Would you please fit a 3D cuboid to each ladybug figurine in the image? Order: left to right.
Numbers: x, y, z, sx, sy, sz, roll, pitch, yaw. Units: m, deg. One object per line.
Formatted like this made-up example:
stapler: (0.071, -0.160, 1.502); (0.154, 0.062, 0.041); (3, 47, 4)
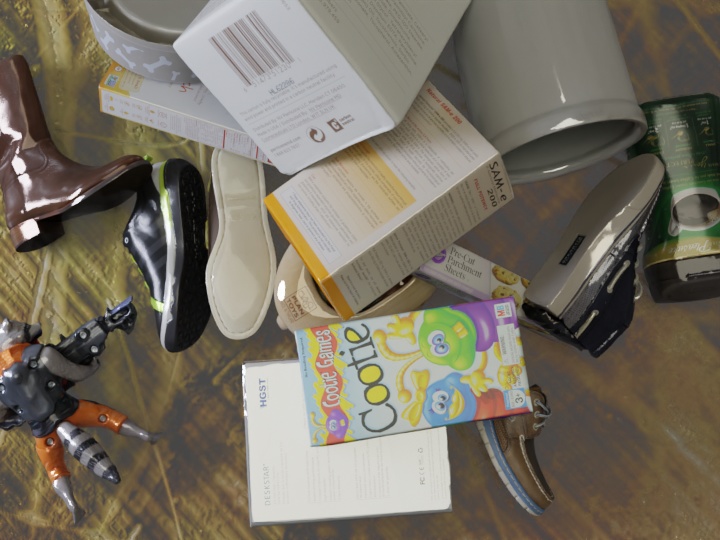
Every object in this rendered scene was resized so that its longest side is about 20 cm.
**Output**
ladybug figurine: (0.000, 0.000, 1.062); (0.198, 0.072, 0.137); (-30, 84, -5)

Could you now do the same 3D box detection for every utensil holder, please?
utensil holder: (0.177, -0.210, 1.046); (0.166, 0.170, 0.204); (-12, 78, -2)

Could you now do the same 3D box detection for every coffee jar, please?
coffee jar: (0.329, -0.071, 1.068); (0.102, 0.085, 0.204); (-7, 81, 4)

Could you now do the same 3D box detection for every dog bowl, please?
dog bowl: (-0.184, -0.270, 1.063); (0.196, 0.059, 0.203); (7, 50, -8)

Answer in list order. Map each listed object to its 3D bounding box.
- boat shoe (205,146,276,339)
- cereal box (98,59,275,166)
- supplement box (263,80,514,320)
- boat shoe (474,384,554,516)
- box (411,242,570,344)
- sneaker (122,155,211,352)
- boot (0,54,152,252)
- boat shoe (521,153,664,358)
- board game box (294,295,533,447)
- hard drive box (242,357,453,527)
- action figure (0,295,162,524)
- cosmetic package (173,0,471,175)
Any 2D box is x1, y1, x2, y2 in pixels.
boat shoe: (-0.125, -0.030, 1.072); (0.070, 0.059, 0.204); (-2, 83, -11)
cereal box: (-0.148, -0.192, 1.073); (0.196, 0.040, 0.146); (16, 51, 2)
supplement box: (0.026, -0.067, 0.978); (0.198, 0.074, 0.127); (-35, 52, -3)
boat shoe: (0.149, 0.139, 1.037); (0.072, 0.072, 0.203); (-27, 82, 11)
box: (0.136, 0.020, 1.039); (0.198, 0.039, 0.042); (26, 80, -23)
sneaker: (-0.202, -0.017, 1.077); (0.081, 0.071, 0.204); (-5, 80, 23)
boot: (-0.317, -0.146, 1.067); (0.184, 0.064, 0.203); (-25, 79, 16)
boat shoe: (0.247, -0.011, 1.030); (0.092, 0.075, 0.201); (40, 87, -24)
board game box: (0.045, 0.094, 0.957); (0.196, 0.103, 0.107); (-9, 82, -2)
hard drive box: (-0.014, 0.164, 1.037); (0.196, 0.077, 0.159); (-3, 82, -1)
action figure: (-0.283, 0.116, 1.031); (0.200, 0.105, 0.194); (-44, 94, -4)
cosmetic package: (-0.029, -0.232, 0.967); (0.167, 0.166, 0.202); (47, 52, -23)
